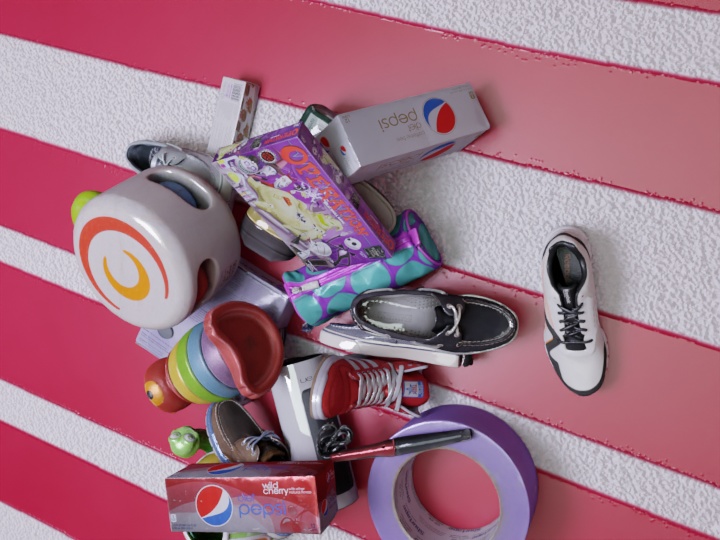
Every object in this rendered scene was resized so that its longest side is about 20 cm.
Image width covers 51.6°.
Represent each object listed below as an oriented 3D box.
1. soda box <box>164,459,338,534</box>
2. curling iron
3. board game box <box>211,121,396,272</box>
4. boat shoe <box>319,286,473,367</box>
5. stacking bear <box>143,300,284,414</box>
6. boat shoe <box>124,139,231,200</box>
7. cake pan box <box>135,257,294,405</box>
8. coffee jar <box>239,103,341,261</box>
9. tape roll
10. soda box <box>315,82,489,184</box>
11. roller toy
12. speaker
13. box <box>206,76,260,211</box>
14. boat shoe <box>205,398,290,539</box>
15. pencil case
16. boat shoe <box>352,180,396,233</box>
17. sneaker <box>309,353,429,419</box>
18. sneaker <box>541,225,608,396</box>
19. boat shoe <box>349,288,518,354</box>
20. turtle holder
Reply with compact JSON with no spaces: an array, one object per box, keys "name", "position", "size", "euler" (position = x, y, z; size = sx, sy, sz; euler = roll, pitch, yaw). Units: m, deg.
[{"name":"soda box","position":[-0.130,0.270,0.892],"size":[0.199,0.063,0.070],"euler":[-6,91,18]},{"name":"curling iron","position":[0.034,0.203,0.891],"size":[0.199,0.026,0.050],"euler":[-7,95,21]},{"name":"board game box","position":[-0.059,-0.074,0.833],"size":[0.120,0.200,0.032],"euler":[-14,46,30]},{"name":"boat shoe","position":[0.049,0.063,0.947],"size":[0.199,0.075,0.093],"euler":[7,90,12]},{"name":"stacking bear","position":[-0.206,0.127,0.971],"size":[0.200,0.114,0.122],"euler":[-28,94,30]},{"name":"boat shoe","position":[-0.252,-0.134,1.005],"size":[0.200,0.071,0.070],"euler":[23,103,41]},{"name":"cake pan box","position":[-0.200,0.069,1.046],"size":[0.199,0.052,0.185],"euler":[29,106,16]},{"name":"coffee jar","position":[-0.076,-0.109,0.955],"size":[0.085,0.104,0.200],"euler":[33,105,-1]},{"name":"tape roll","position":[0.115,0.274,0.925],"size":[0.199,0.085,0.201],"euler":[2,95,20]},{"name":"soda box","position":[0.051,-0.157,0.857],"size":[0.068,0.199,0.064],"euler":[-31,82,58]},{"name":"roller toy","position":[-0.250,-0.030,0.943],"size":[0.182,0.140,0.201],"euler":[-10,112,34]},{"name":"speaker","position":[-0.064,0.214,0.990],"size":[0.081,0.081,0.201],"euler":[-14,88,21]},{"name":"box","position":[-0.185,-0.163,1.028],"size":[0.041,0.039,0.201],"euler":[18,100,22]},{"name":"boat shoe","position":[-0.128,0.243,0.966],"size":[0.200,0.072,0.072],"euler":[54,134,13]},{"name":"pencil case","position":[0.000,0.000,0.943],"size":[0.199,0.092,0.085],"euler":[-27,76,19]},{"name":"boat shoe","position":[-0.049,-0.102,0.880],"size":[0.199,0.057,0.067],"euler":[22,111,-11]},{"name":"sneaker","position":[0.018,0.142,0.890],"size":[0.112,0.200,0.072],"euler":[10,96,18]},{"name":"sneaker","position":[0.241,0.050,0.863],"size":[0.073,0.080,0.201],"euler":[-10,92,19]},{"name":"boat shoe","position":[0.086,0.055,0.871],"size":[0.199,0.060,0.074],"euler":[10,85,7]},{"name":"turtle holder","position":[-0.182,0.301,1.013],"size":[0.140,0.132,0.187],"euler":[-3,94,21]}]
